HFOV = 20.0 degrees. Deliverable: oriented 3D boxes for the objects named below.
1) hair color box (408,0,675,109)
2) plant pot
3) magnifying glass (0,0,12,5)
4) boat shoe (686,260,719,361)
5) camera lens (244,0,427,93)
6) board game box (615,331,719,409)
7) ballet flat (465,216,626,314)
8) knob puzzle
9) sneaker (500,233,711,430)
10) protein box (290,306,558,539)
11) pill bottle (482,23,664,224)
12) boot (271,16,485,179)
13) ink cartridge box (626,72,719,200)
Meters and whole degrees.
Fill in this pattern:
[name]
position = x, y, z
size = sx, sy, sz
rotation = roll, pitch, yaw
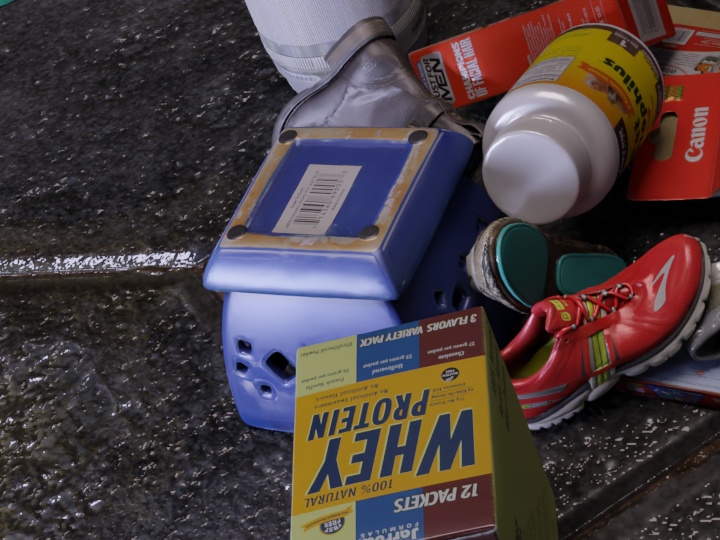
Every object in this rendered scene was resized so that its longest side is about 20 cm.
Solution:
[hair color box]
position = 0.155, -0.194, 1.754
size = 0.199, 0.064, 0.111
rotation = -17, 5, 30
[plant pot]
position = 0.000, 0.000, 1.593
size = 0.199, 0.180, 0.200
rotation = 4, 46, 28
[magnifying glass]
position = -0.399, -0.362, 2.312
size = 0.079, 0.022, 0.201
rotation = -13, 43, 12
[boat shoe]
position = 0.330, 0.017, 1.473
size = 0.201, 0.075, 0.065
rotation = -13, 48, 20
[camera lens]
position = -0.033, -0.278, 1.899
size = 0.159, 0.200, 0.160
rotation = -13, 40, 12
[board game box]
position = 0.296, 0.062, 1.506
size = 0.199, 0.019, 0.103
rotation = 9, 51, 33
[ballet flat]
position = 0.126, 0.000, 1.549
size = 0.075, 0.200, 0.068
rotation = 1, 85, 37
[knob puzzle]
position = 0.284, -0.142, 1.729
size = 0.219, 0.031, 0.220
rotation = -13, 41, 11
[sneaker]
position = 0.170, 0.041, 1.497
size = 0.200, 0.085, 0.077
rotation = -41, 40, 15
[protein box]
position = 0.048, 0.173, 1.361
size = 0.134, 0.200, 0.199
rotation = -13, 41, 12
[pill bottle]
position = 0.163, -0.112, 1.598
size = 0.109, 0.110, 0.200
rotation = -1, 26, 25
[boot]
position = 0.016, -0.100, 1.761
size = 0.069, 0.200, 0.174
rotation = -14, 59, -43
[ink cartridge box]
position = 0.317, -0.130, 1.639
size = 0.199, 0.050, 0.163
rotation = -2, 44, 19
